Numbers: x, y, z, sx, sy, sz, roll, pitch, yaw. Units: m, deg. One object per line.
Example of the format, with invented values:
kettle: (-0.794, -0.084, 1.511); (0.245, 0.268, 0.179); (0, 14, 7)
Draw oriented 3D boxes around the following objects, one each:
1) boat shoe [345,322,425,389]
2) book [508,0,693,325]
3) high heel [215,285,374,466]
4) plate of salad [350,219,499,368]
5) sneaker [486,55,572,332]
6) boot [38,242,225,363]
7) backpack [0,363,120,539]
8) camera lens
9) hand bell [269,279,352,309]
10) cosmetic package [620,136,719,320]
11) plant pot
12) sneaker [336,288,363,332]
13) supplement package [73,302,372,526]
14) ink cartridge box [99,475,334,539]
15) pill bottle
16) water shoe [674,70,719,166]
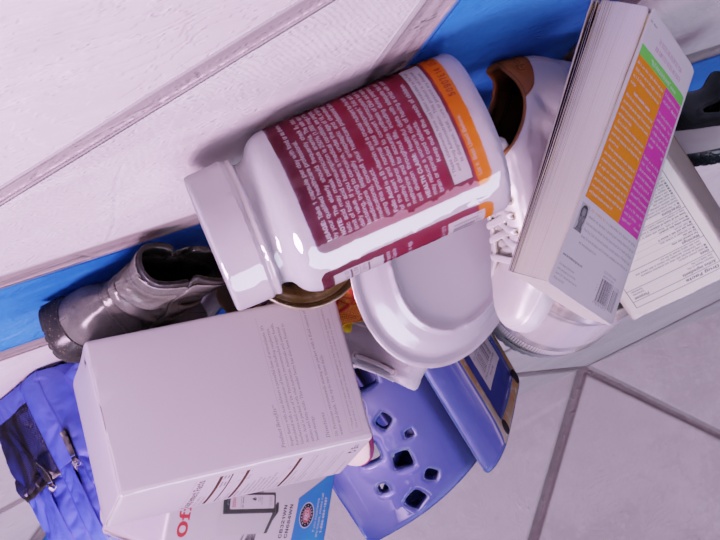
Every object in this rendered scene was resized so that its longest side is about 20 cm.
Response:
boat shoe: (-0.020, 0.065, 1.527); (0.198, 0.069, 0.072); (12, 170, 32)
book: (0.179, -0.073, 1.214); (0.048, 0.202, 0.133); (15, 173, 32)
high heel: (-0.044, 0.079, 1.459); (0.067, 0.200, 0.096); (-47, 168, 19)
plate of salad: (0.055, -0.029, 1.271); (0.199, 0.203, 0.048); (-14, -164, -43)
sneaker: (0.106, -0.057, 1.243); (0.084, 0.203, 0.073); (4, -177, -32)
boot: (-0.147, 0.026, 1.337); (0.130, 0.068, 0.199); (-28, 167, 25)
backpack: (-0.220, 0.178, 1.542); (0.161, 0.202, 0.167); (-13, 165, -42)
camera lens: (0.205, -0.006, 1.708); (0.158, 0.161, 0.200); (-21, 169, -15)
hand bell: (-0.071, -0.014, 1.335); (0.103, 0.105, 0.200); (-21, 180, -18)
cosmetic package: (0.212, -0.067, 1.357); (0.103, 0.200, 0.074); (-26, -146, 19)
plant pot: (0.050, 0.121, 1.723); (0.179, 0.201, 0.200); (-28, -166, 20)
sneaker: (0.000, 0.000, 1.361); (0.076, 0.074, 0.200); (21, 164, -10)
supplement package: (-0.110, 0.108, 1.311); (0.198, 0.123, 0.120); (-10, 164, -18)
ink cartridge box: (-0.116, 0.165, 1.475); (0.084, 0.148, 0.199); (11, -177, 41)
pill bottle: (-0.010, -0.056, 1.135); (0.198, 0.115, 0.114); (-23, 169, -6)
water shoe: (0.221, -0.127, 1.431); (0.197, 0.080, 0.071); (-1, 172, 16)
